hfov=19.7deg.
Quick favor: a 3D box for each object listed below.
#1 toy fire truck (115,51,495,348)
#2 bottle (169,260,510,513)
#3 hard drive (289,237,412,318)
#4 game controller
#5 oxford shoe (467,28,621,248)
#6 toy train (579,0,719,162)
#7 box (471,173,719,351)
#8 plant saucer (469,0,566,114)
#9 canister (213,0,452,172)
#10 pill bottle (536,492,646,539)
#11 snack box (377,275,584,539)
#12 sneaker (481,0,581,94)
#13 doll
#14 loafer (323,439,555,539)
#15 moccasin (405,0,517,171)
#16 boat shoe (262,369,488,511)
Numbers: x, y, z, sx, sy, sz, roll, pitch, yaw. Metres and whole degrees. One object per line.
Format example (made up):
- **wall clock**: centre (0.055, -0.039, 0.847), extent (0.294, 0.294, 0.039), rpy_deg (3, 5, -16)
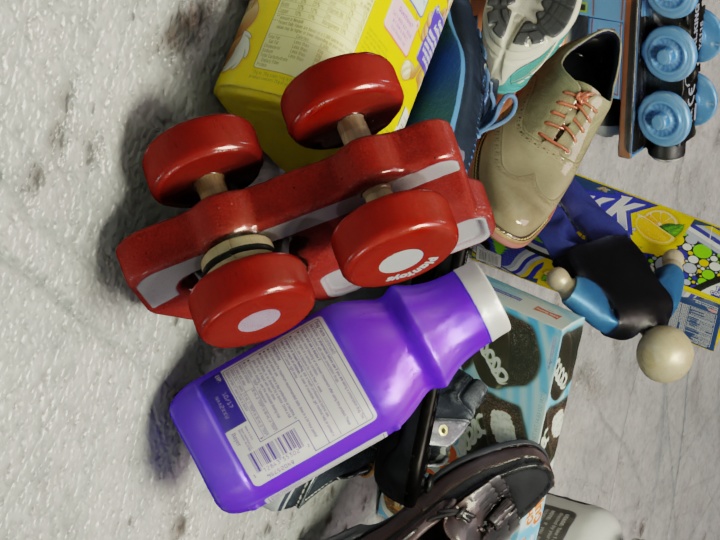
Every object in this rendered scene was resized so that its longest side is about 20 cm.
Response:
- **toy fire truck**: centre (-0.027, -0.019, 1.147), extent (0.168, 0.199, 0.113), rpy_deg (62, 6, -67)
- **bottle**: centre (-0.009, 0.062, 1.204), extent (0.199, 0.084, 0.065), rpy_deg (-30, 167, -3)
- **hard drive**: centre (0.000, 0.000, 1.326), extent (0.200, 0.033, 0.140), rpy_deg (-39, 117, -54)
- **game controller**: centre (0.046, 0.047, 1.291), extent (0.104, 0.042, 0.201), rpy_deg (130, -28, -78)
- **oxford shoe**: centre (0.130, -0.100, 1.441), extent (0.075, 0.070, 0.201), rpy_deg (-47, -165, 47)
- **toy train**: centre (0.228, -0.187, 1.666), extent (0.087, 0.114, 0.201), rpy_deg (-34, 130, -51)
- **box**: centre (0.187, -0.016, 1.551), extent (0.064, 0.199, 0.070), rpy_deg (92, 24, -53)
- **plant saucer**: centre (0.098, -0.170, 1.494), extent (0.200, 0.037, 0.201), rpy_deg (-40, 137, -52)
- **canister**: centre (-0.002, -0.163, 1.230), extent (0.201, 0.086, 0.149), rpy_deg (-69, 153, -15)
- **pill bottle**: centre (0.129, 0.220, 1.545), extent (0.111, 0.199, 0.111), rpy_deg (-37, 134, -52)
- **snack box**: centre (0.082, 0.105, 1.461), extent (0.037, 0.116, 0.201), rpy_deg (-25, 131, -52)
- **sneaker**: centre (0.130, -0.206, 1.444), extent (0.200, 0.077, 0.080), rpy_deg (-57, 169, -31)
- **doll**: centre (0.175, -0.003, 1.463), extent (0.136, 0.200, 0.049), rpy_deg (-3, 137, -37)
- **loafer**: centre (0.048, 0.187, 1.392), extent (0.199, 0.063, 0.072), rpy_deg (-28, 124, -3)
- **moccasin**: centre (0.062, -0.116, 1.311), extent (0.068, 0.080, 0.201), rpy_deg (39, 36, -28)
- **boat shoe**: centre (0.013, 0.106, 1.356), extent (0.200, 0.091, 0.071), rpy_deg (-48, 171, -47)
